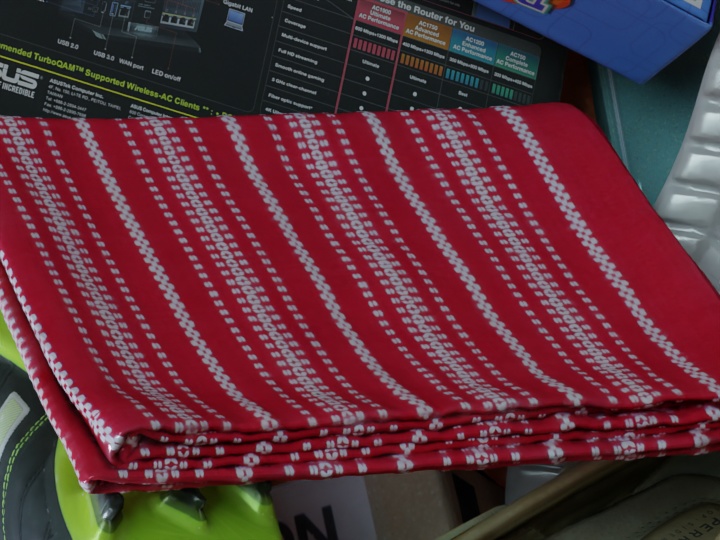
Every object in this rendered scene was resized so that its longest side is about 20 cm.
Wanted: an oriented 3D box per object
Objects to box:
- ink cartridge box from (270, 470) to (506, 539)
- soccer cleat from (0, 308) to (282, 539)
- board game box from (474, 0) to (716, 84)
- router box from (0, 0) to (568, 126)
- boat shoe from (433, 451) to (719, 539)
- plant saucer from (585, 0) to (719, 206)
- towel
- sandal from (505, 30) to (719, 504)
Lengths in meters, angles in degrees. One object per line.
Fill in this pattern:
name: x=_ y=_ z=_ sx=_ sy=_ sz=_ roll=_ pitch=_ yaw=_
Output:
ink cartridge box: x=-0.042 y=0.158 z=0.867 sx=0.199 sy=0.075 sz=0.165 roll=-19 pitch=69 yaw=14
soccer cleat: x=-0.079 y=0.055 z=0.775 sx=0.200 sy=0.067 sz=0.081 roll=51 pitch=129 yaw=39
board game box: x=0.050 y=-0.174 z=0.884 sx=0.152 sy=0.045 sz=0.201 roll=26 pitch=60 yaw=-15
router box: x=-0.036 y=-0.079 z=0.882 sx=0.199 sy=0.062 sz=0.150 roll=17 pitch=77 yaw=-21
boat shoe: x=0.052 y=0.083 z=0.771 sx=0.073 sy=0.200 sz=0.063 roll=36 pitch=128 yaw=30
plant saucer: x=0.097 y=-0.102 z=0.933 sx=0.070 sy=0.019 sz=0.201 roll=-14 pitch=68 yaw=15
towel: x=0.000 y=0.000 z=0.791 sx=0.145 sy=0.199 sz=0.023 roll=59 pitch=142 yaw=44
sandal: x=0.111 y=0.005 z=0.874 sx=0.082 sy=0.050 sz=0.203 roll=28 pitch=100 yaw=6
